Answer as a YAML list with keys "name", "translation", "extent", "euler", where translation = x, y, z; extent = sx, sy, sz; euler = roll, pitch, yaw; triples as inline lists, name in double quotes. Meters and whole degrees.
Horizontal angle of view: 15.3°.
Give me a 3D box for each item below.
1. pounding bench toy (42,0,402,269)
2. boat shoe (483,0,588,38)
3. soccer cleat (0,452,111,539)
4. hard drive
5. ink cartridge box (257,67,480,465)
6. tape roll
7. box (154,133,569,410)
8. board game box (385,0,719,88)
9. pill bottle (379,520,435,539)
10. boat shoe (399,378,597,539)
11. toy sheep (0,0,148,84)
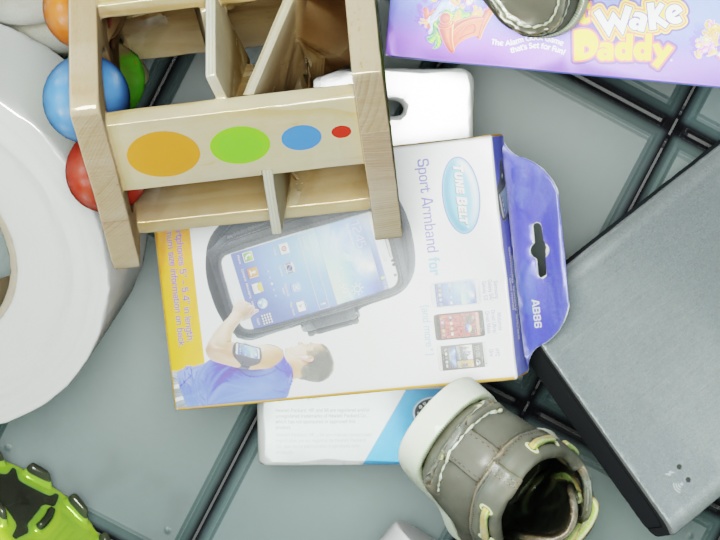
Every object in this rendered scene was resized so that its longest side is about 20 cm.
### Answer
- name: "pounding bench toy"
  translation: [-0.069, -0.122, 1.265]
  extent: [0.155, 0.125, 0.201]
  euler: [-6, 55, 2]
- name: "boat shoe"
  translation: [0.058, -0.197, 1.212]
  extent: [0.072, 0.060, 0.203]
  euler: [-10, 106, 16]
- name: "soccer cleat"
  translation: [-0.218, 0.132, 1.402]
  extent: [0.199, 0.065, 0.084]
  euler: [29, 124, -7]
- name: "hard drive"
  translation: [0.187, 0.019, 1.367]
  extent: [0.200, 0.033, 0.140]
  euler: [-37, 93, -18]
- name: "ink cartridge box"
  translation: [0.004, -0.004, 1.378]
  extent: [0.115, 0.067, 0.201]
  euler: [0, 95, 1]
- name: "tape roll"
  translation: [-0.211, -0.024, 1.335]
  extent: [0.201, 0.071, 0.203]
  euler: [6, 119, 11]
- name: "box"
  translation: [0.000, 0.000, 1.315]
  extent: [0.199, 0.041, 0.120]
  euler: [-6, 92, 15]
- name: "board game box"
  translation: [0.119, -0.118, 1.324]
  extent: [0.199, 0.134, 0.045]
  euler: [6, 95, 6]
- name: "pill bottle"
  translation: [-0.009, 0.233, 1.377]
  extent: [0.113, 0.113, 0.200]
  euler: [38, 94, -3]
- name: "boat shoe"
  translation: [0.080, 0.113, 1.322]
  extent: [0.060, 0.202, 0.072]
  euler: [38, 88, 27]
- name: "toy sheep"
  translation: [-0.145, -0.175, 1.335]
  extent: [0.137, 0.138, 0.201]
  euler: [-23, 117, 2]
